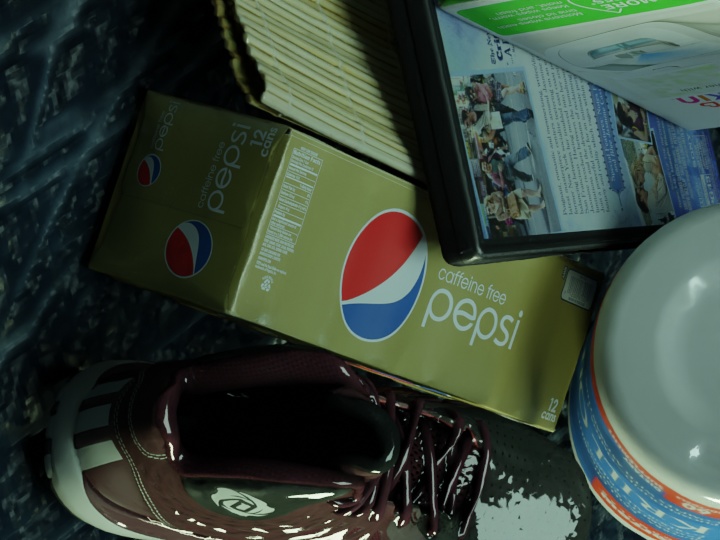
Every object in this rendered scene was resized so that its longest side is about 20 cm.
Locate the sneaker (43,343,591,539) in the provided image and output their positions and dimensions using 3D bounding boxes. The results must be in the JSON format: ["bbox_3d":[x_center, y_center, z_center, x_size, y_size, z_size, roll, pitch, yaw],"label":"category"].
[{"bbox_3d":[0.007,0.067,0.887,0.200,0.115,0.076,9,76,-25],"label":"sneaker"}]

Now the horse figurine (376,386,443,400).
[{"bbox_3d":[-0.025,0.108,0.964,0.200,0.050,0.133,-46,118,-19],"label":"horse figurine"}]

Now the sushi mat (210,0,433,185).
[{"bbox_3d":[0.012,-0.069,0.940,0.200,0.012,0.096,23,45,-52],"label":"sushi mat"}]

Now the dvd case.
[{"bbox_3d":[0.071,-0.076,0.988,0.200,0.018,0.143,-5,82,-58],"label":"dvd case"}]

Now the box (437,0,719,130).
[{"bbox_3d":[0.116,-0.169,0.967,0.176,0.097,0.200,18,70,-53],"label":"box"}]

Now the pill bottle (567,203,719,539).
[{"bbox_3d":[0.136,0.049,1.045,0.200,0.112,0.112,87,28,-77],"label":"pill bottle"}]

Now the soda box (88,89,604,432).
[{"bbox_3d":[0.000,0.000,0.950,0.200,0.068,0.064,23,85,-52],"label":"soda box"}]
